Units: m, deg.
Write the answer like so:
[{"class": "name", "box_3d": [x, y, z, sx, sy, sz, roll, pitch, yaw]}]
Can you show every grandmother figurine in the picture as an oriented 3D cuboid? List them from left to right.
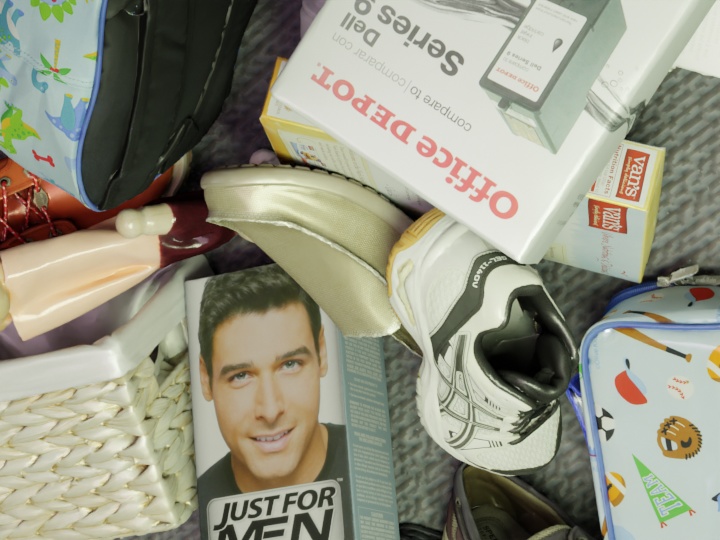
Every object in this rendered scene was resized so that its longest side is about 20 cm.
[{"class": "grandmother figurine", "box_3d": [-0.115, -0.016, 1.250, 0.199, 0.121, 0.061, -18, 96, -7]}]

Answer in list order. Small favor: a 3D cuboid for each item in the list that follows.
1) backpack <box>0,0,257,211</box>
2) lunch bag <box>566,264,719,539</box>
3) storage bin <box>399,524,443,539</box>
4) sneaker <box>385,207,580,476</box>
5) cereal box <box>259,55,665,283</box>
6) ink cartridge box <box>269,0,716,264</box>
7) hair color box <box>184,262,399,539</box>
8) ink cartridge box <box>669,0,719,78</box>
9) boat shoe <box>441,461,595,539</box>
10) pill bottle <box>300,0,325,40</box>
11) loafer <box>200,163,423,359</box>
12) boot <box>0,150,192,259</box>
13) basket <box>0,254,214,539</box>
[{"class": "backpack", "box_3d": [-0.135, -0.149, 1.180, 0.146, 0.183, 0.201, 26, 125, 19]}, {"class": "lunch bag", "box_3d": [0.195, 0.097, 1.200, 0.159, 0.076, 0.201, -1, 110, 26]}, {"class": "storage bin", "box_3d": [0.079, 0.247, 1.294, 0.199, 0.094, 0.136, 17, 115, 16]}, {"class": "sneaker", "box_3d": [0.075, 0.056, 1.165, 0.088, 0.076, 0.200, 34, 161, 39]}, {"class": "cereal box", "box_3d": [0.055, -0.050, 1.154, 0.199, 0.144, 0.040, 14, 77, 8]}, {"class": "ink cartridge box", "box_3d": [0.074, -0.122, 1.033, 0.146, 0.084, 0.201, 34, 96, 7]}, {"class": "hair color box", "box_3d": [-0.037, 0.099, 1.250, 0.098, 0.061, 0.201, -12, 74, 25]}, {"class": "ink cartridge box", "box_3d": [0.179, -0.173, 1.101, 0.199, 0.076, 0.149, 17, 115, 14]}, {"class": "boat shoe", "box_3d": [0.102, 0.167, 1.214, 0.200, 0.072, 0.065, 42, 149, 54]}, {"class": "pill bottle", "box_3d": [0.021, -0.199, 1.131, 0.113, 0.114, 0.201, 11, 113, 18]}, {"class": "loafer", "box_3d": [0.000, 0.000, 1.186, 0.199, 0.069, 0.076, 23, 167, -28]}, {"class": "boot", "box_3d": [-0.191, -0.034, 1.289, 0.199, 0.107, 0.075, -21, 99, 26]}, {"class": "basket", "box_3d": [-0.179, 0.083, 1.314, 0.199, 0.136, 0.124, -10, 110, 25]}]
